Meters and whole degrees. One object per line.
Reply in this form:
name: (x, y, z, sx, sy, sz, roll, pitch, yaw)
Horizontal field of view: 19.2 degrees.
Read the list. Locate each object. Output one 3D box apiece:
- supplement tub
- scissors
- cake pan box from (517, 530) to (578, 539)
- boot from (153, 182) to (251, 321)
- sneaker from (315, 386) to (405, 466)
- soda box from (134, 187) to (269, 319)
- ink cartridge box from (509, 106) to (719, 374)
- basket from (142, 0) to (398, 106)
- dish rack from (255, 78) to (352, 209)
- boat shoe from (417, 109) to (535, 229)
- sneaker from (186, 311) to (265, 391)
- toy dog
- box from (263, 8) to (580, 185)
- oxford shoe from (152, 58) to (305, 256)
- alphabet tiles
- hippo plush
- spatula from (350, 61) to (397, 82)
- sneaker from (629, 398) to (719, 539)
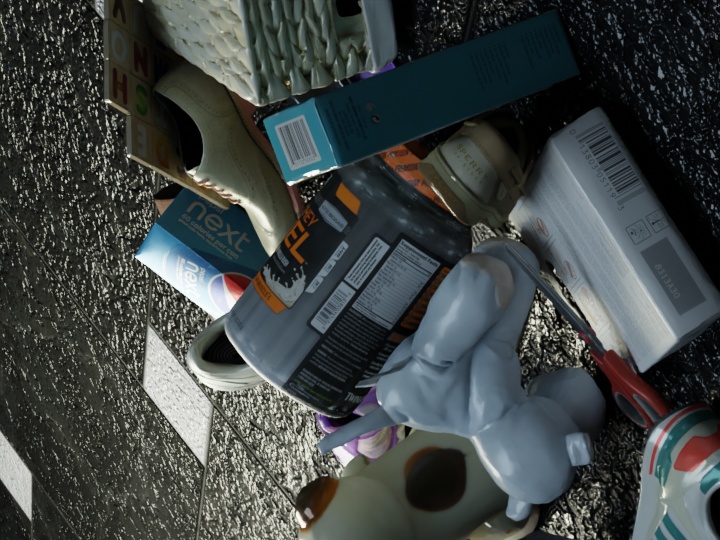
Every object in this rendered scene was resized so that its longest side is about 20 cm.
supplement tub: (0.000, 0.000, 1.598, 0.122, 0.200, 0.123, 36, -171, -7)
scissors: (0.170, 0.054, 1.485, 0.200, 0.014, 0.073, 53, 167, -31)
cake pan box: (0.129, 0.259, 1.614, 0.184, 0.200, 0.052, 7, 111, 52)
boot: (-0.090, 0.013, 1.942, 0.186, 0.064, 0.200, 8, 126, 51)
sneaker: (-0.004, 0.123, 1.850, 0.081, 0.088, 0.200, 54, 153, 15)
soda box: (-0.091, 0.013, 1.842, 0.200, 0.068, 0.064, 37, 143, 0)
ink cartridge box: (0.174, -0.010, 1.483, 0.161, 0.050, 0.200, 58, 171, 9)
basket: (-0.079, -0.224, 1.616, 0.200, 0.123, 0.136, 35, 142, 49)
dish rack: (-0.032, -0.075, 1.744, 0.154, 0.055, 0.200, 56, 156, 0)
boat shoe: (0.091, -0.072, 1.458, 0.071, 0.065, 0.200, 49, -169, 0)
sneaker: (-0.048, 0.051, 1.747, 0.100, 0.200, 0.075, 44, -154, -80)
toy dog: (0.042, 0.196, 1.708, 0.140, 0.200, 0.194, 60, 153, 6)
box: (0.042, -0.116, 1.425, 0.082, 0.200, 0.049, -14, 98, 62)
oxford shoe: (-0.106, -0.081, 1.716, 0.071, 0.074, 0.200, 4, 126, 58)
alphabet tiles: (-0.154, -0.154, 1.716, 0.008, 0.200, 0.168, -8, 74, 22)
hippo plush: (0.107, 0.083, 1.545, 0.161, 0.200, 0.159, 39, 130, 7)
spatula: (0.039, -0.138, 1.597, 0.057, 0.021, 0.200, 66, 163, -13)
sneaker: (0.243, 0.190, 1.489, 0.093, 0.070, 0.200, 43, 145, 45)
